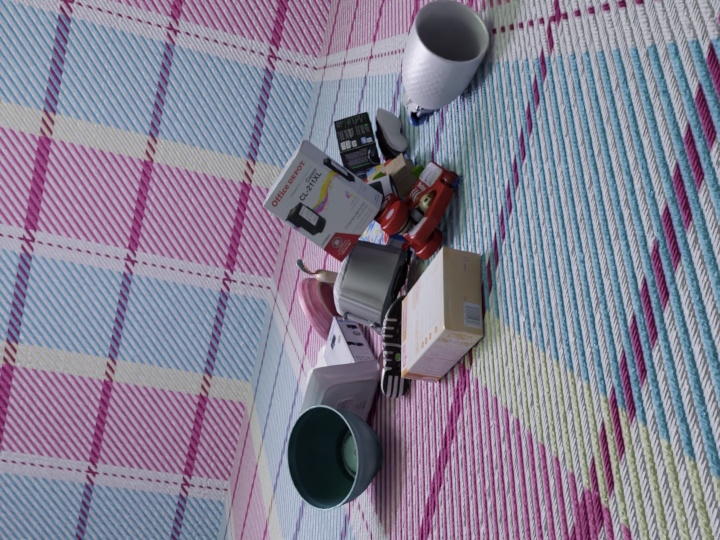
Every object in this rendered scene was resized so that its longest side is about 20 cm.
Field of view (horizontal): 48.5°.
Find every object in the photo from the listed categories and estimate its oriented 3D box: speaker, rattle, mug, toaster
[{"bbox_3d":[-0.017,-0.132,1.687,0.081,0.196,0.083,-17,-91,-78],"label":"speaker"},{"bbox_3d":[-0.083,0.058,1.994,0.129,0.197,0.146,30,103,46],"label":"rattle"},{"bbox_3d":[0.161,-0.420,1.545,0.203,0.145,0.176,-64,-1,-28],"label":"mug"},{"bbox_3d":[0.024,0.020,1.664,0.114,0.126,0.203,84,-157,-63],"label":"toaster"}]

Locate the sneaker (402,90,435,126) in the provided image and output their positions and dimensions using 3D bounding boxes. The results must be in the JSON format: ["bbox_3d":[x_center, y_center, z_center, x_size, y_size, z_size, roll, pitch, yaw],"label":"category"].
[{"bbox_3d":[0.145,-0.378,1.719,0.200,0.075,0.087,117,151,-68],"label":"sneaker"}]

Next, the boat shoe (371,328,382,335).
[{"bbox_3d":[0.041,0.111,1.762,0.200,0.056,0.068,-163,84,-76],"label":"boat shoe"}]

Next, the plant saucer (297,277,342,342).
[{"bbox_3d":[-0.081,0.099,2.052,0.050,0.200,0.202,-34,33,19],"label":"plant saucer"}]

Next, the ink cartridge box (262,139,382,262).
[{"bbox_3d":[-0.076,-0.139,1.600,0.147,0.198,0.083,-52,10,23],"label":"ink cartridge box"}]

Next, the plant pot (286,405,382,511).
[{"bbox_3d":[-0.037,0.377,1.640,0.197,0.133,0.206,-5,82,40],"label":"plant pot"}]

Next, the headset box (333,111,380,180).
[{"bbox_3d":[0.008,-0.250,1.947,0.175,0.091,0.203,-100,-5,-56],"label":"headset box"}]

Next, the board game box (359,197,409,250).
[{"bbox_3d":[0.050,-0.060,1.856,0.202,0.055,0.198,-96,22,-50],"label":"board game box"}]

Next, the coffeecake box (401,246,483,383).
[{"bbox_3d":[0.136,0.081,1.376,0.201,0.071,0.157,122,155,-55],"label":"coffeecake box"}]

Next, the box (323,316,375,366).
[{"bbox_3d":[-0.027,0.211,1.899,0.201,0.059,0.119,-118,41,-57],"label":"box"}]

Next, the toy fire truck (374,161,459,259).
[{"bbox_3d":[0.122,-0.128,1.553,0.169,0.111,0.200,-55,16,8],"label":"toy fire truck"}]

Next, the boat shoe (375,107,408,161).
[{"bbox_3d":[0.069,-0.330,1.964,0.202,0.072,0.061,-108,37,-48],"label":"boat shoe"}]

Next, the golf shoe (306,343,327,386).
[{"bbox_3d":[-0.099,0.292,2.156,0.092,0.074,0.203,-102,25,-50],"label":"golf shoe"}]

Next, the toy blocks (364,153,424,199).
[{"bbox_3d":[0.052,-0.193,1.781,0.199,0.100,0.137,-39,23,15],"label":"toy blocks"}]

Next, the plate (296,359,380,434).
[{"bbox_3d":[-0.042,0.290,1.729,0.032,0.197,0.203,41,123,43],"label":"plate"}]

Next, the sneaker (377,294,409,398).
[{"bbox_3d":[0.065,0.146,1.614,0.115,0.074,0.205,-159,80,-79],"label":"sneaker"}]
